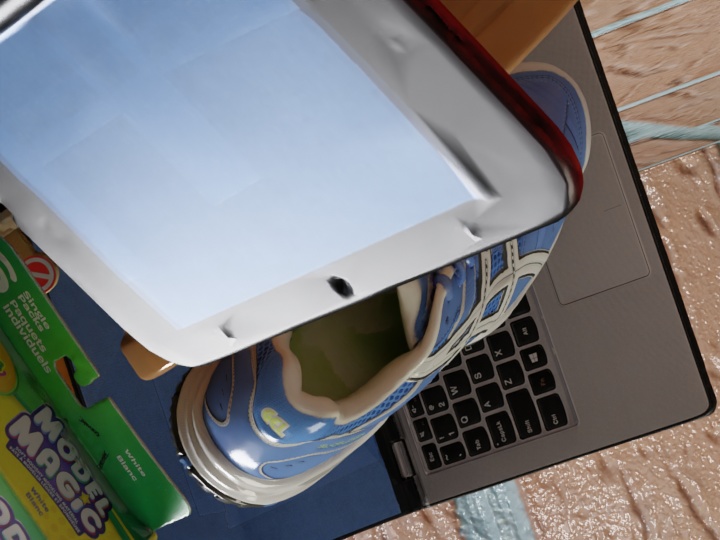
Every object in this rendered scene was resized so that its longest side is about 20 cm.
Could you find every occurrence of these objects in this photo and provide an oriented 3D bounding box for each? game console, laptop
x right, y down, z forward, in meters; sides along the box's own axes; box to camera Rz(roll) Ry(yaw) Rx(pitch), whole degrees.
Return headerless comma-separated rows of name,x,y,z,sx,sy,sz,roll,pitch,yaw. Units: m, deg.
game console,-0.083,-0.028,0.573,0.172,0.120,0.200,-18,176,-34
laptop,0.000,0.000,0.950,0.199,0.189,0.116,-20,178,21

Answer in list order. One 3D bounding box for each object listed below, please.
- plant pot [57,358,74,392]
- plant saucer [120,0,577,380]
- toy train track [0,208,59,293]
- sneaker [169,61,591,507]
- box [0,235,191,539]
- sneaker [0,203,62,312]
plant pot,-0.099,0.042,1.137,0.199,0.185,0.200,-18,177,-1
plant saucer,-0.008,-0.044,0.839,0.200,0.037,0.200,-42,-174,5
toy train track,-0.067,-0.038,0.865,0.199,0.033,0.115,-34,-174,5
sneaker,0.021,0.001,0.872,0.200,0.076,0.077,-50,-173,-26
box,-0.154,0.078,0.848,0.200,0.118,0.048,-33,-176,34
sneaker,-0.146,0.034,0.947,0.077,0.201,0.078,-34,138,30
